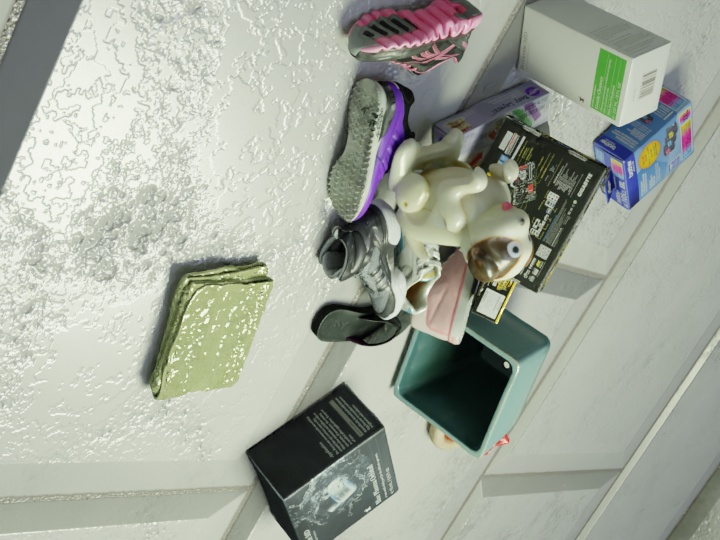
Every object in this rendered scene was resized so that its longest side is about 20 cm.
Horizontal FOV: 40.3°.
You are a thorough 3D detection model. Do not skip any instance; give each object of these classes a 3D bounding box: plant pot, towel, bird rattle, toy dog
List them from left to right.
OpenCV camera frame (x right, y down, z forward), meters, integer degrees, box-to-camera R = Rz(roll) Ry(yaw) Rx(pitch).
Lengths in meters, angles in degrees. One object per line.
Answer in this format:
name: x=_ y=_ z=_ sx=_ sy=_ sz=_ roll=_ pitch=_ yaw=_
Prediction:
towel: x=-0.200 y=0.081 z=1.307 sx=0.148 sy=0.036 sz=0.201 roll=-5 pitch=124 yaw=-43
toy dog: x=0.136 y=-0.066 z=1.288 sx=0.139 sy=0.200 sz=0.195 roll=-9 pitch=129 yaw=-49
bird rattle: x=0.200 y=0.280 z=1.849 sx=0.162 sy=0.113 sz=0.201 roll=-17 pitch=146 yaw=-19
plant pot: x=0.211 y=0.157 z=1.655 sx=0.199 sy=0.195 sz=0.197 roll=-17 pitch=134 yaw=-47

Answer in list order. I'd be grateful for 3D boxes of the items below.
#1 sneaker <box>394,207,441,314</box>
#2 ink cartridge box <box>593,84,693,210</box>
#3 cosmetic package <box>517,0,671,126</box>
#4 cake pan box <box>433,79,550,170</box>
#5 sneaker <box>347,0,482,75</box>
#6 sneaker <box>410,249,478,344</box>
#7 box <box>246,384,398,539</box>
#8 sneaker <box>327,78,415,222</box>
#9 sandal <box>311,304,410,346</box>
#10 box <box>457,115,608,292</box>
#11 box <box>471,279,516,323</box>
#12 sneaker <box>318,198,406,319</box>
sneaker: x=0.089 y=-0.031 z=1.458 sx=0.076 sy=0.081 sz=0.201 roll=-12 pitch=128 yaw=-35
ink cartridge box: x=0.481 y=-0.203 z=1.699 sx=0.200 sy=0.076 sz=0.137 roll=-40 pitch=141 yaw=-9
cosmetic package: x=0.319 y=-0.296 z=1.358 sx=0.085 sy=0.200 sz=0.108 roll=-26 pitch=134 yaw=-28
cake pan box: x=0.197 y=-0.168 z=1.470 sx=0.199 sy=0.052 sz=0.185 roll=-27 pitch=139 yaw=-25
sneaker: x=0.066 y=-0.281 z=1.238 sx=0.199 sy=0.079 sz=0.096 roll=-19 pitch=145 yaw=-31
sneaker: x=0.133 y=0.011 z=1.549 sx=0.075 sy=0.104 sz=0.201 roll=66 pitch=40 yaw=-65
box: x=-0.056 y=0.328 z=1.593 sx=0.199 sy=0.117 sz=0.197 roll=-33 pitch=140 yaw=-18
sneaker: x=0.026 y=-0.156 z=1.298 sx=0.099 sy=0.070 sz=0.201 roll=-12 pitch=130 yaw=-41
sandal: x=0.012 y=0.091 z=1.512 sx=0.200 sy=0.048 sz=0.076 roll=-1 pitch=122 yaw=-43
box: x=0.231 y=-0.093 z=1.384 sx=0.201 sy=0.159 sz=0.049 roll=-64 pitch=165 yaw=15
box: x=0.232 y=-0.024 z=1.538 sx=0.200 sy=0.049 sz=0.161 roll=-53 pitch=164 yaw=-72
sneaker: x=0.000 y=0.000 z=1.405 sx=0.113 sy=0.075 sz=0.201 roll=-25 pitch=131 yaw=-26
